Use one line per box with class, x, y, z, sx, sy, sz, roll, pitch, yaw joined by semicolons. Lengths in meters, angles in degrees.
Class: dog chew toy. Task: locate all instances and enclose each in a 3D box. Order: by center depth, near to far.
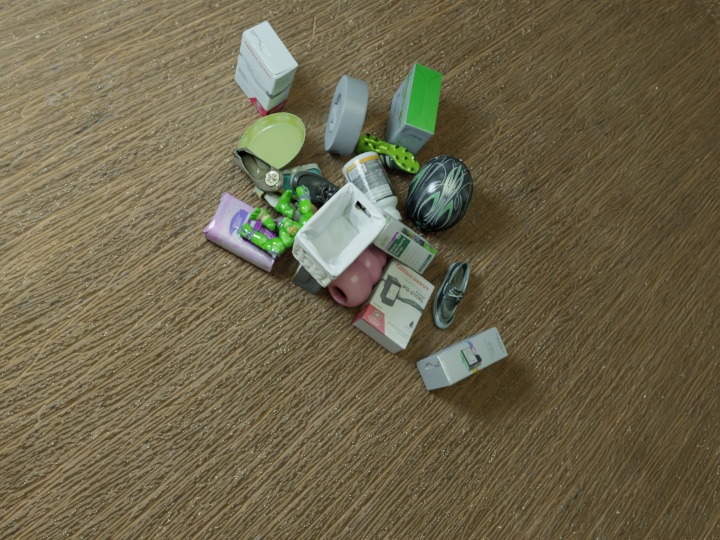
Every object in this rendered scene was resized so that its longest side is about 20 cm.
dog chew toy;0.000;0.000;1.509;0.125;0.124;0.200;45;56;-3

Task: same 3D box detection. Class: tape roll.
tape roll;-0.041;-0.422;1.568;0.064;0.200;0.207;11;70;-16

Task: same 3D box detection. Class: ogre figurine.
ogre figurine;-0.186;-0.114;1.399;0.197;0.099;0.121;-30;72;-36

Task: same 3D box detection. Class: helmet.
helmet;0.225;-0.214;1.611;0.193;0.191;0.207;6;72;-17

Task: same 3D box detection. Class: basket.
basket;-0.055;-0.077;1.333;0.136;0.123;0.200;44;64;-1

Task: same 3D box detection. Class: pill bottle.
pill bottle;0.035;-0.211;1.582;0.114;0.116;0.205;-21;83;-24

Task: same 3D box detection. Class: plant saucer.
plant saucer;-0.232;-0.330;1.514;0.193;0.031;0.206;-8;59;13

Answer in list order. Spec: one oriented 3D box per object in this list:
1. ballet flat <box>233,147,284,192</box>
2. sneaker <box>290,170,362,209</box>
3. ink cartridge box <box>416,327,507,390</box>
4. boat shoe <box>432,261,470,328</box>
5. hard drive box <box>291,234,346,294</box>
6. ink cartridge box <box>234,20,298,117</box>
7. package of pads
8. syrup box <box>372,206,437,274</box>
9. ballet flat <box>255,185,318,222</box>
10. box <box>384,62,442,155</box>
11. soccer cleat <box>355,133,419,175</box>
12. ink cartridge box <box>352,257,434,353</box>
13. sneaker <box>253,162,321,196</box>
ballet flat;-0.261;-0.259;1.435;0.067;0.047;0.199;-43;57;-9
sneaker;-0.085;-0.205;1.507;0.196;0.105;0.077;20;92;-33
ink cartridge box;0.266;0.236;1.520;0.195;0.145;0.086;-20;81;-24
boat shoe;0.255;0.061;1.608;0.070;0.071;0.205;23;68;-12
hard drive box;-0.092;-0.061;1.468;0.075;0.156;0.205;27;66;-9
ink cartridge box;-0.253;-0.527;1.519;0.083;0.200;0.147;-36;88;-25
package of pads;-0.286;-0.094;1.448;0.196;0.076;0.123;28;69;-11
syrup box;0.106;-0.077;1.518;0.197;0.082;0.080;30;102;-39
ballet flat;-0.189;-0.165;1.489;0.196;0.069;0.064;26;24;-29
box;0.148;-0.454;1.662;0.094;0.176;0.207;15;69;-14
soccer cleat;0.078;-0.328;1.649;0.195;0.081;0.069;25;70;-10
ink cartridge box;0.090;0.092;1.529;0.143;0.084;0.203;34;65;-8
sneaker;-0.190;-0.230;1.528;0.195;0.077;0.082;-19;94;-21
